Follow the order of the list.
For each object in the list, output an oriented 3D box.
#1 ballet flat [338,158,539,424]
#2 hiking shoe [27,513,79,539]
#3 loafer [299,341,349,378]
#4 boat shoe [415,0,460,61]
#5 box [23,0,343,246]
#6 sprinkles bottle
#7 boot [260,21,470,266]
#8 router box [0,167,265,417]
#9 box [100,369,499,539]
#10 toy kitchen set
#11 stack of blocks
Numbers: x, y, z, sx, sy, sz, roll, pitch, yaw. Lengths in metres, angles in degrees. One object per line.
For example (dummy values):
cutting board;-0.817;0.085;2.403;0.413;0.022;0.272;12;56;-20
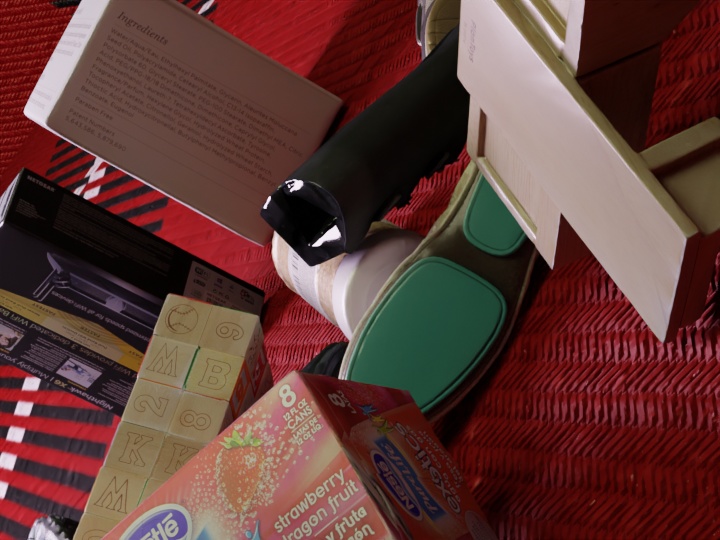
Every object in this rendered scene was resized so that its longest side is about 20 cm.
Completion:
ballet flat;0.059;-0.001;0.893;0.201;0.067;0.062;-56;-10;-1
hiking shoe;-0.203;0.222;1.253;0.200;0.074;0.088;144;145;-74
loafer;-0.020;0.092;0.923;0.073;0.072;0.200;-47;-1;18
boat shoe;0.067;-0.146;1.073;0.065;0.071;0.202;104;168;-50
box;-0.146;-0.129;1.422;0.132;0.199;0.199;-62;17;0
sprinkles bottle;0.000;0.000;1.015;0.069;0.068;0.200;-59;17;1
boot;0.043;-0.097;0.905;0.199;0.066;0.165;-38;-12;-21
router box;-0.192;0.027;1.296;0.157;0.199;0.053;-41;28;45
box;-0.049;0.141;0.758;0.200;0.099;0.096;-42;63;18
toy kitchen set;0.158;-0.089;0.741;0.164;0.179;0.201;57;161;32
stack of blocks;-0.110;0.132;1.047;0.116;0.058;0.202;84;-159;-59
